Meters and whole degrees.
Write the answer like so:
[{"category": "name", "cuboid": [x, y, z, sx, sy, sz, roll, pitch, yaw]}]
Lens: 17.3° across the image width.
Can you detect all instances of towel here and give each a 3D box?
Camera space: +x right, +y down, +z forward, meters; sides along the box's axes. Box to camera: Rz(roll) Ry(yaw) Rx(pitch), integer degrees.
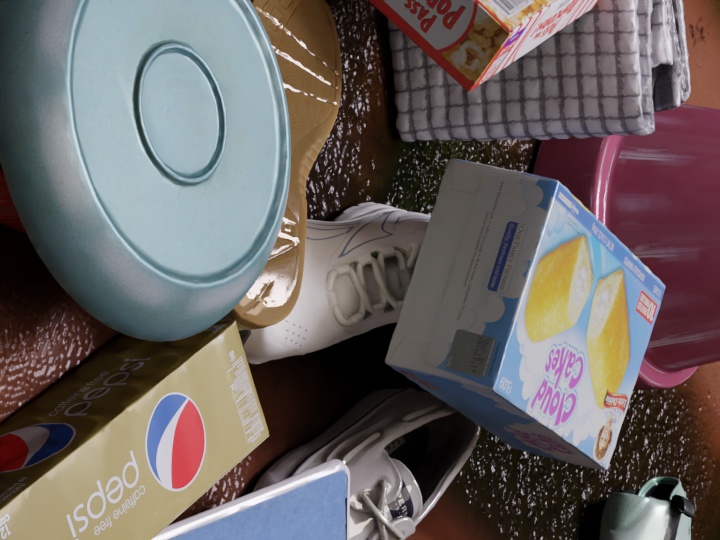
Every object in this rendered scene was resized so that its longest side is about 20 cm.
[{"category": "towel", "cuboid": [0.102, -0.176, 1.370, 0.085, 0.165, 0.202, -19, 104, -64]}]

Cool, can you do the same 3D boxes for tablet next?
[{"category": "tablet", "cuboid": [-0.075, 0.178, 1.158, 0.199, 0.014, 0.131, -17, 114, -45]}]

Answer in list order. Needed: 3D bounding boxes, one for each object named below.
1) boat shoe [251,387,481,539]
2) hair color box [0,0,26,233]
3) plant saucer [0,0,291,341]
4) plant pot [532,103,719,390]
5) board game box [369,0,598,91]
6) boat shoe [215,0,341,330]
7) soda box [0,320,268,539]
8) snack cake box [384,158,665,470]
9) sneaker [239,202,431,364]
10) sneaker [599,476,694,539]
[{"category": "boat shoe", "cuboid": [0.002, 0.125, 1.280, 0.200, 0.065, 0.072, -35, 117, -53]}, {"category": "hair color box", "cuboid": [-0.153, -0.078, 1.061, 0.200, 0.061, 0.102, 26, 64, -54]}, {"category": "plant saucer", "cuboid": [-0.089, -0.069, 1.072, 0.200, 0.027, 0.202, 15, 71, -54]}, {"category": "plant pot", "cuboid": [0.231, -0.023, 1.541, 0.200, 0.178, 0.202, 4, 85, -56]}, {"category": "board game box", "cuboid": [0.031, -0.199, 1.260, 0.200, 0.046, 0.151, 44, 38, 9]}, {"category": "boat shoe", "cuboid": [-0.062, -0.060, 1.194, 0.074, 0.069, 0.201, 31, 56, -33]}, {"category": "soda box", "cuboid": [-0.126, 0.093, 1.083, 0.200, 0.067, 0.064, -39, 119, -51]}, {"category": "snack cake box", "cuboid": [0.093, 0.029, 1.285, 0.200, 0.067, 0.116, 35, 70, -62]}, {"category": "sneaker", "cuboid": [0.000, 0.000, 1.268, 0.200, 0.087, 0.075, -25, 110, -54]}, {"category": "sneaker", "cuboid": [0.224, 0.204, 1.601, 0.200, 0.073, 0.119, 22, 76, -52]}]
